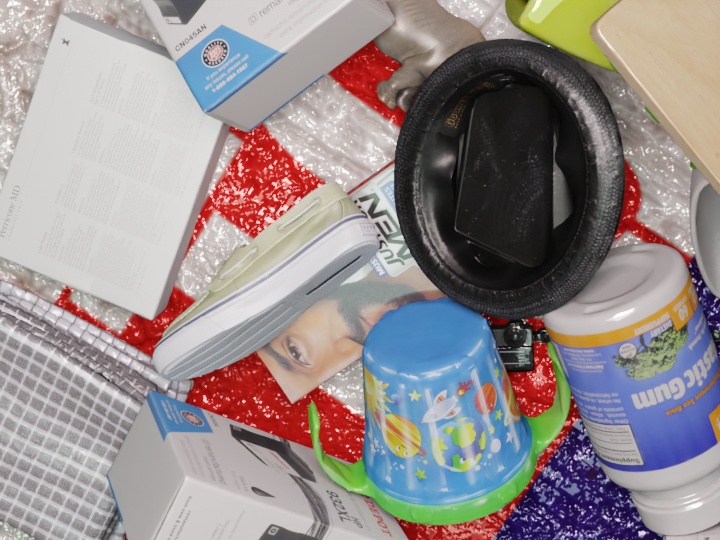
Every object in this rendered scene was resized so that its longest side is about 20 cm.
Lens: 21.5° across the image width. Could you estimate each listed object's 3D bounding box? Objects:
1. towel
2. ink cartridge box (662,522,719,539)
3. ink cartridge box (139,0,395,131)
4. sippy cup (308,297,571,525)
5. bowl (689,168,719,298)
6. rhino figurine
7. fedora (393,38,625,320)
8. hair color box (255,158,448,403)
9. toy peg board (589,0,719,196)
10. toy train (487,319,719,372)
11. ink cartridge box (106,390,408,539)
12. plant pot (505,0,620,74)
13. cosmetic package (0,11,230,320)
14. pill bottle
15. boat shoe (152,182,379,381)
[{"bbox_3d":[-0.256,0.123,1.518,0.199,0.086,0.166,29,103,3],"label":"towel"},{"bbox_3d":[0.273,0.267,1.403,0.082,0.200,0.148,-8,99,10],"label":"ink cartridge box"},{"bbox_3d":[-0.091,-0.228,1.399,0.144,0.084,0.201,-36,72,15],"label":"ink cartridge box"},{"bbox_3d":[0.058,0.098,1.419,0.139,0.178,0.131,23,138,42],"label":"sippy cup"},{"bbox_3d":[0.333,-0.060,1.360,0.199,0.200,0.075,-10,59,10],"label":"bowl"},{"bbox_3d":[0.050,-0.160,1.437,0.200,0.060,0.087,43,105,-2],"label":"rhino figurine"},{"bbox_3d":[0.120,-0.069,1.375,0.199,0.091,0.202,7,104,29],"label":"fedora"},{"bbox_3d":[0.000,0.000,1.470,0.200,0.064,0.111,-35,94,14],"label":"hair color box"},{"bbox_3d":[0.271,-0.136,1.218,0.199,0.098,0.200,-41,95,-8],"label":"toy peg board"},{"bbox_3d":[0.178,0.060,1.467,0.199,0.034,0.046,-1,103,9],"label":"toy train"},{"bbox_3d":[-0.077,0.185,1.434,0.199,0.145,0.084,22,103,-25],"label":"ink cartridge box"},{"bbox_3d":[0.229,-0.221,1.335,0.181,0.199,0.201,29,102,-4],"label":"plant pot"},{"bbox_3d":[-0.194,-0.083,1.491,0.150,0.052,0.201,22,102,2],"label":"cosmetic package"},{"bbox_3d":[0.216,0.091,1.397,0.111,0.112,0.201,-19,112,11],"label":"pill bottle"},{"bbox_3d":[-0.076,0.011,1.427,0.199,0.072,0.062,-34,67,9],"label":"boat shoe"}]
